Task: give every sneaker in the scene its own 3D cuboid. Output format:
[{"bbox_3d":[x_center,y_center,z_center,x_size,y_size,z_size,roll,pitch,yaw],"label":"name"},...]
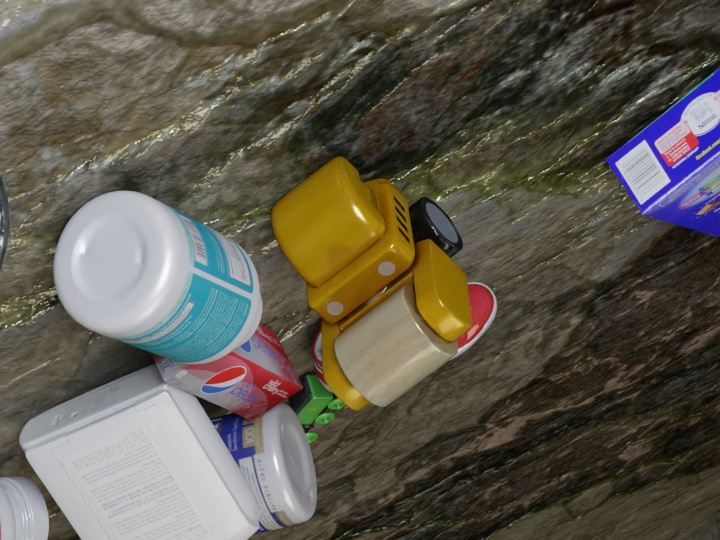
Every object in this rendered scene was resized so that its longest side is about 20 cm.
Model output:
[{"bbox_3d":[0.042,0.058,1.864,0.199,0.072,0.113,-26,161,0],"label":"sneaker"}]

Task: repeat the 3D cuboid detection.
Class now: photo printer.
[{"bbox_3d":[-0.196,0.197,1.731,0.165,0.070,0.201,-24,117,12],"label":"photo printer"}]

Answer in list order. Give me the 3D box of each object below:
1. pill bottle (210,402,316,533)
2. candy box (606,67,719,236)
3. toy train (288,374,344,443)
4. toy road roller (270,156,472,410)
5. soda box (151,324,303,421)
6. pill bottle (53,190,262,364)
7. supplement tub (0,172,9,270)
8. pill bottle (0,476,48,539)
[{"bbox_3d":[-0.154,0.211,1.854,0.198,0.121,0.120,-16,160,12],"label":"pill bottle"},{"bbox_3d":[0.362,-0.118,1.845,0.169,0.077,0.199,-39,154,22],"label":"candy box"},{"bbox_3d":[-0.079,0.173,2.016,0.056,0.042,0.200,2,145,-34],"label":"toy train"},{"bbox_3d":[0.000,0.000,1.551,0.123,0.201,0.146,-37,120,21],"label":"toy road roller"},{"bbox_3d":[-0.125,0.077,1.712,0.063,0.070,0.200,-32,157,10],"label":"soda box"},{"bbox_3d":[-0.150,0.012,1.489,0.110,0.111,0.200,-33,157,12],"label":"pill bottle"},{"bbox_3d":[-0.330,-0.031,1.172,0.199,0.123,0.122,0,145,-48],"label":"supplement tub"},{"bbox_3d":[-0.387,0.239,1.708,0.199,0.109,0.109,-3,147,-47],"label":"pill bottle"}]
